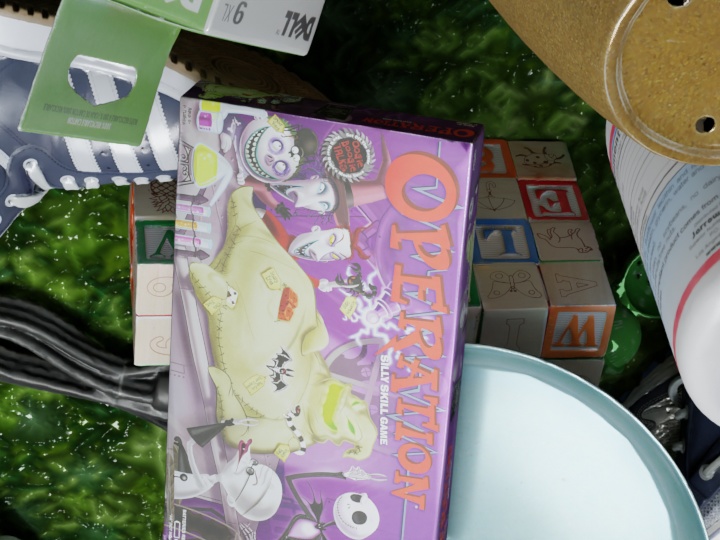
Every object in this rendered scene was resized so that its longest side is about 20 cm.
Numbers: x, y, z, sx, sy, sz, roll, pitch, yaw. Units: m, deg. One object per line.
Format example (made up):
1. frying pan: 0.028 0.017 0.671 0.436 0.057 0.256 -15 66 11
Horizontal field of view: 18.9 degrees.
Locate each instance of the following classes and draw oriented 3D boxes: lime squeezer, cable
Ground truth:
1. lime squeezer: 0.135 0.023 0.990 0.200 0.070 0.038 -40 130 -27
2. cable: -0.096 0.048 1.027 0.198 0.051 0.097 13 145 -4

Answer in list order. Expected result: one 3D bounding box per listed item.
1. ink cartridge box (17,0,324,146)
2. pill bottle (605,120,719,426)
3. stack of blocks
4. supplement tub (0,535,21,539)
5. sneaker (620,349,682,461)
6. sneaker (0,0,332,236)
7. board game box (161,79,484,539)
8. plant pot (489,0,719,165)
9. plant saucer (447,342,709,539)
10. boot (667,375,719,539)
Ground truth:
1. ink cartridge box: -0.045 -0.132 0.764 0.059 0.104 0.202 21 97 16
2. pill bottle: 0.160 -0.036 0.874 0.108 0.201 0.109 -4 131 -5
3. stack of blocks: 0.000 0.000 0.937 0.198 0.116 0.059 0 130 -9
4. supplement tub: -0.241 0.224 1.070 0.199 0.145 0.145 -23 130 11
5. sneaker: 0.215 0.075 1.054 0.198 0.086 0.077 -17 131 7
6. sneaker: -0.109 -0.050 0.891 0.198 0.070 0.109 18 108 -14
7. board game box: -0.018 0.031 0.862 0.119 0.032 0.202 8 112 10
8. plant pot: 0.113 -0.137 0.782 0.184 0.201 0.188 -4 130 -5
9. plant saucer: 0.050 0.119 0.903 0.198 0.027 0.202 6 112 14
10. boot: 0.172 0.083 1.010 0.200 0.091 0.072 -47 159 30
